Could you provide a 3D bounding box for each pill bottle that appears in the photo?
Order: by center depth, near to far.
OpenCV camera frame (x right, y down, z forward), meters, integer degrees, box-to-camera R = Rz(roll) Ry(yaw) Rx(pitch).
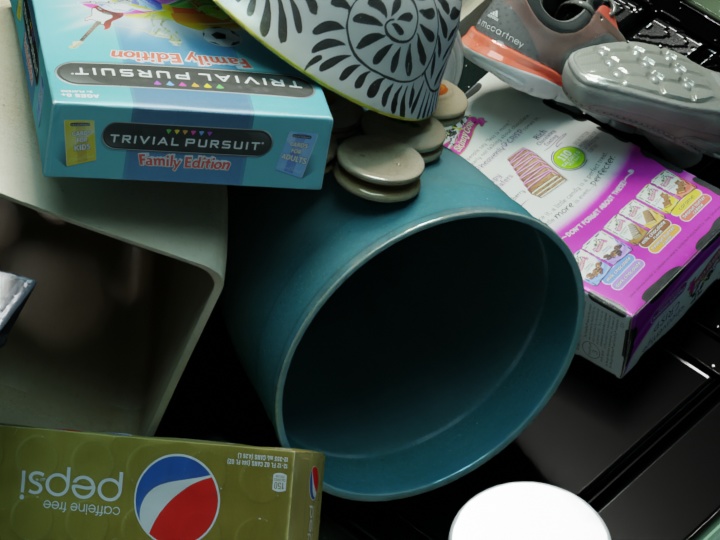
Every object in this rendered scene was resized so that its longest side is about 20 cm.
[{"bbox_3d":[0.079,0.204,1.366,0.110,0.201,0.112,2,45,-2],"label":"pill bottle"}]

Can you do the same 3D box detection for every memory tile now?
[{"bbox_3d":[-0.045,-0.101,1.526,0.199,0.017,0.153,19,32,10],"label":"memory tile"}]

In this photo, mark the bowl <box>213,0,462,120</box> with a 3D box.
[{"bbox_3d":[-0.010,-0.185,1.492,0.200,0.094,0.201,34,20,-14],"label":"bowl"}]

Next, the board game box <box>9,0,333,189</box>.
[{"bbox_3d":[-0.108,-0.118,1.472,0.150,0.047,0.200,2,32,-15],"label":"board game box"}]

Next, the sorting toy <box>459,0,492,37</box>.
[{"bbox_3d":[-0.022,-0.216,1.867,0.198,0.070,0.200,29,51,23],"label":"sorting toy"}]

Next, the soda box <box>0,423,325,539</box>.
[{"bbox_3d":[-0.124,0.125,1.486,0.198,0.064,0.068,4,87,16],"label":"soda box"}]

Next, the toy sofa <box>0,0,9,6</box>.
[{"bbox_3d":[-0.192,-0.157,1.789,0.199,0.083,0.098,18,52,14],"label":"toy sofa"}]

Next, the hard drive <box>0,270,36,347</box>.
[{"bbox_3d":[-0.249,0.086,1.462,0.042,0.200,0.135,35,50,-3],"label":"hard drive"}]

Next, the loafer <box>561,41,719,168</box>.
[{"bbox_3d":[0.210,-0.097,1.721,0.199,0.070,0.070,11,34,-28],"label":"loafer"}]

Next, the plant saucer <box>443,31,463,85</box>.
[{"bbox_3d":[-0.030,-0.105,1.673,0.198,0.201,0.051,-6,58,-9],"label":"plant saucer"}]

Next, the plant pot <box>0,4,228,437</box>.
[{"bbox_3d":[-0.180,-0.032,1.549,0.199,0.200,0.178,20,46,-7],"label":"plant pot"}]

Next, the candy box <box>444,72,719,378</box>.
[{"bbox_3d":[0.123,-0.032,1.700,0.199,0.061,0.136,31,50,24],"label":"candy box"}]

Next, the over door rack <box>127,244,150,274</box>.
[{"bbox_3d":[-0.250,-0.027,1.677,0.147,0.067,0.200,-32,69,-30],"label":"over door rack"}]

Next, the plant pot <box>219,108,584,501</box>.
[{"bbox_3d":[0.000,0.000,1.580,0.199,0.201,0.188,-18,41,-20],"label":"plant pot"}]

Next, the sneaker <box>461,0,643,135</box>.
[{"bbox_3d":[0.153,-0.145,1.743,0.077,0.082,0.199,33,13,39],"label":"sneaker"}]
